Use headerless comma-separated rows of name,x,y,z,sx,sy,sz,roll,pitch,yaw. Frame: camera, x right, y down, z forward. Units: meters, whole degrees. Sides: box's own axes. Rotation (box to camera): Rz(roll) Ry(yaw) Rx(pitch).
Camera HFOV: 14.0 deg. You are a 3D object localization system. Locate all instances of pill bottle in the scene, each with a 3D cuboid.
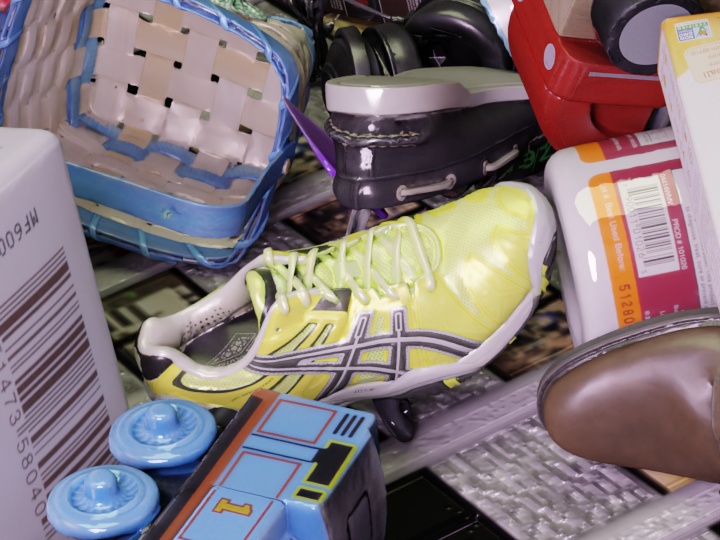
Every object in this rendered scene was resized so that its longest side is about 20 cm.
pill bottle,0.187,-0.018,1.293,0.199,0.110,0.110,-11,29,-1

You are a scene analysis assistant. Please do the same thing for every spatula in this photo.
spatula,0.000,0.000,1.358,0.020,0.056,0.201,-29,49,21

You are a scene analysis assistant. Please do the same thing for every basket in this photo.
basket,-0.116,-0.076,1.453,0.175,0.140,0.200,18,27,9

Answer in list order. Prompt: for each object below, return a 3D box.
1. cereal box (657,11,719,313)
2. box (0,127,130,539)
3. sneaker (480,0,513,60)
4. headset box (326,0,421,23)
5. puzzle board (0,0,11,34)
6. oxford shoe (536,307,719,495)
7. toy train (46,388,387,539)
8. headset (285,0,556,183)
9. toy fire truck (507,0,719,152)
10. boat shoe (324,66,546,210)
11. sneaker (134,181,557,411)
cereal box,0.210,-0.028,1.201,0.143,0.040,0.201,-7,52,-4
box,-0.218,0.067,1.200,0.170,0.200,0.200,7,34,30
sneaker,0.117,-0.159,1.504,0.080,0.077,0.200,-26,14,19
headset box,0.081,-0.197,1.684,0.199,0.075,0.148,15,39,39
puzzle board,-0.166,-0.151,1.493,0.150,0.017,0.200,-24,-7,-28
oxford shoe,0.162,0.065,1.199,0.199,0.073,0.085,0,35,22
toy train,-0.069,0.123,1.170,0.114,0.087,0.200,9,34,22
headset,0.029,-0.098,1.557,0.123,0.094,0.200,-26,47,-32
toy fire truck,0.143,-0.087,1.370,0.175,0.201,0.129,2,44,-22
boat shoe,0.045,-0.064,1.402,0.073,0.061,0.200,7,9,25
sneaker,-0.006,0.019,1.278,0.199,0.076,0.076,-29,54,11
